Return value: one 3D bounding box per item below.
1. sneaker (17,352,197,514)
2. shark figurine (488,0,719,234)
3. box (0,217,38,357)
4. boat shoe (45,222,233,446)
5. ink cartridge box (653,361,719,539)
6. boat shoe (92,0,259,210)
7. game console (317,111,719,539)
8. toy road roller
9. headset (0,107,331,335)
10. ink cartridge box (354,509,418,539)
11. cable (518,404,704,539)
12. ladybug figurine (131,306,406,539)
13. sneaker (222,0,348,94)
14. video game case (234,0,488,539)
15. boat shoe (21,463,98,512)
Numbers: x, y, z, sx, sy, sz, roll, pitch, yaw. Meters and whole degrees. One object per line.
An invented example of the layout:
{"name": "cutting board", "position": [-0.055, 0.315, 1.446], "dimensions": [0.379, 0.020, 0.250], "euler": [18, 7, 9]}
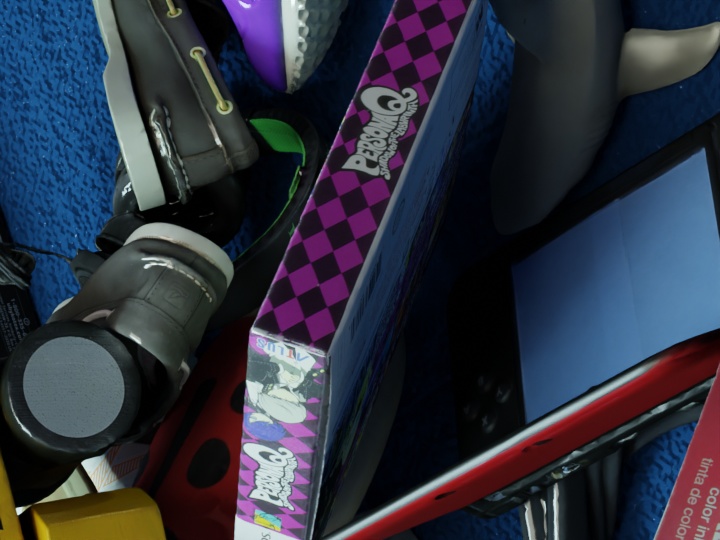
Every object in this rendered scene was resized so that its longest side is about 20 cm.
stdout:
{"name": "sneaker", "position": [-0.140, 0.113, 1.201], "dimensions": [0.200, 0.074, 0.080], "euler": [-43, 71, 36]}
{"name": "shark figurine", "position": [0.064, -0.131, 0.989], "dimensions": [0.128, 0.089, 0.215], "euler": [-20, 85, 38]}
{"name": "box", "position": [-0.280, 0.063, 1.277], "dimensions": [0.200, 0.124, 0.149], "euler": [-27, 78, 38]}
{"name": "boat shoe", "position": [-0.112, 0.043, 1.048], "dimensions": [0.067, 0.057, 0.200], "euler": [29, 149, -6]}
{"name": "ink cartridge box", "position": [0.219, 0.114, 0.823], "dimensions": [0.199, 0.146, 0.083], "euler": [14, 67, 27]}
{"name": "boat shoe", "position": [-0.090, -0.105, 1.107], "dimensions": [0.202, 0.060, 0.072], "euler": [-106, 1, -46]}
{"name": "game console", "position": [0.078, 0.019, 0.936], "dimensions": [0.200, 0.119, 0.173], "euler": [-32, 48, 36]}
{"name": "toy road roller", "position": [-0.161, 0.124, 0.973], "dimensions": [0.123, 0.146, 0.201], "euler": [-37, 66, 63]}
{"name": "headset", "position": [-0.102, -0.024, 1.107], "dimensions": [0.200, 0.124, 0.094], "euler": [-15, 131, 35]}
{"name": "ink cartridge box", "position": [-0.025, 0.220, 1.122], "dimensions": [0.116, 0.067, 0.200], "euler": [53, 125, 22]}
{"name": "cable", "position": [0.145, 0.135, 0.988], "dimensions": [0.163, 0.051, 0.201], "euler": [-12, 84, 35]}
{"name": "ladybug figurine", "position": [-0.051, 0.089, 1.060], "dimensions": [0.136, 0.072, 0.200], "euler": [-19, 41, 57]}
{"name": "sneaker", "position": [-0.063, -0.174, 1.053], "dimensions": [0.099, 0.070, 0.201], "euler": [8, 128, 20]}
{"name": "video game case", "position": [0.000, 0.000, 0.948], "dimensions": [0.036, 0.200, 0.181], "euler": [18, 146, 7]}
{"name": "boat shoe", "position": [-0.129, 0.165, 1.101], "dimensions": [0.063, 0.073, 0.201], "euler": [-22, 77, -4]}
